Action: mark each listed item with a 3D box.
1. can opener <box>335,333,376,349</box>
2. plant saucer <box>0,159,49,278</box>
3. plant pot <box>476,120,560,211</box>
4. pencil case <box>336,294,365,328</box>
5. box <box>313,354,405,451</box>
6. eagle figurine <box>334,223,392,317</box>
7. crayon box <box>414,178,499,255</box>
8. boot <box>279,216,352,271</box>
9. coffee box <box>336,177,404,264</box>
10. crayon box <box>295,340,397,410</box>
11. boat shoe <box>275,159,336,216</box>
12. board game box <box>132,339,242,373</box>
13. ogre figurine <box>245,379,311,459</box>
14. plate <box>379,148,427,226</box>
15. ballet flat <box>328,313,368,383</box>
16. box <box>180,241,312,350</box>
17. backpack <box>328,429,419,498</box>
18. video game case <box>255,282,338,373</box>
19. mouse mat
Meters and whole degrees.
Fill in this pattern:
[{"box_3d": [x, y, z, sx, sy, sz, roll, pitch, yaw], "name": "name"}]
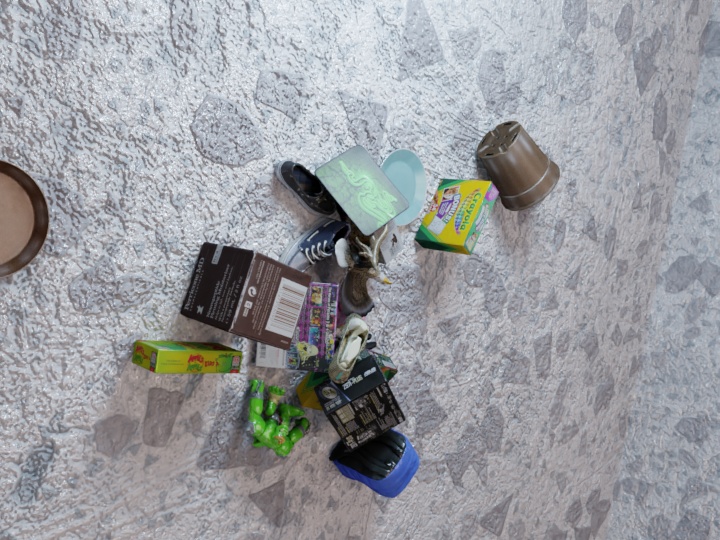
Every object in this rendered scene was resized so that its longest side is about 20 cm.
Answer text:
[{"box_3d": [-0.036, 0.191, 1.851, 0.198, 0.079, 0.064, -16, 69, -45], "name": "can opener"}, {"box_3d": [-0.628, -0.087, 1.231, 0.198, 0.034, 0.204, -9, 104, -42], "name": "plant saucer"}, {"box_3d": [0.455, -0.318, 2.153, 0.199, 0.199, 0.202, 47, 65, -30], "name": "plant pot"}, {"box_3d": [-0.079, 0.097, 1.765, 0.198, 0.087, 0.089, 9, 91, -44], "name": "pencil case"}, {"box_3d": [0.001, 0.318, 1.737, 0.162, 0.087, 0.201, -29, 138, -3], "name": "box"}, {"box_3d": [0.005, 0.005, 1.725, 0.150, 0.200, 0.152, -26, 74, -29], "name": "eagle figurine"}, {"box_3d": [0.261, -0.150, 1.993, 0.058, 0.171, 0.202, 39, 70, -40], "name": "crayon box"}, {"box_3d": [-0.107, -0.050, 1.707, 0.201, 0.089, 0.073, -52, 128, -25], "name": "boot"}, {"box_3d": [0.017, -0.125, 1.801, 0.080, 0.112, 0.202, -40, 122, -32], "name": "coffee box"}, {"box_3d": [-0.033, 0.271, 1.792, 0.198, 0.059, 0.173, 22, 114, -43], "name": "crayon box"}, {"box_3d": [-0.111, -0.189, 1.696, 0.200, 0.066, 0.071, 44, 67, -39], "name": "boat shoe"}, {"box_3d": [-0.352, 0.178, 1.499, 0.198, 0.101, 0.049, 8, 91, -44], "name": "board game box"}, {"box_3d": [-0.197, 0.353, 1.692, 0.201, 0.096, 0.121, 66, 35, -47], "name": "ogre figurine"}, {"box_3d": [0.103, -0.220, 1.930, 0.198, 0.025, 0.204, -10, 104, -44], "name": "plate"}, {"box_3d": [-0.016, 0.164, 1.659, 0.067, 0.075, 0.202, 31, 47, -9], "name": "ballet flat"}, {"box_3d": [-0.238, 0.051, 1.521, 0.163, 0.198, 0.169, 24, 81, -43], "name": "box"}, {"box_3d": [0.056, 0.486, 1.882, 0.164, 0.198, 0.168, -55, 129, -23], "name": "backpack"}, {"box_3d": [-0.144, 0.124, 1.661, 0.036, 0.177, 0.204, -68, 162, -84], "name": "video game case"}, {"box_3d": [0.005, -0.190, 1.701, 0.160, 0.008, 0.201, -35, 83, -32], "name": "mouse mat"}]
